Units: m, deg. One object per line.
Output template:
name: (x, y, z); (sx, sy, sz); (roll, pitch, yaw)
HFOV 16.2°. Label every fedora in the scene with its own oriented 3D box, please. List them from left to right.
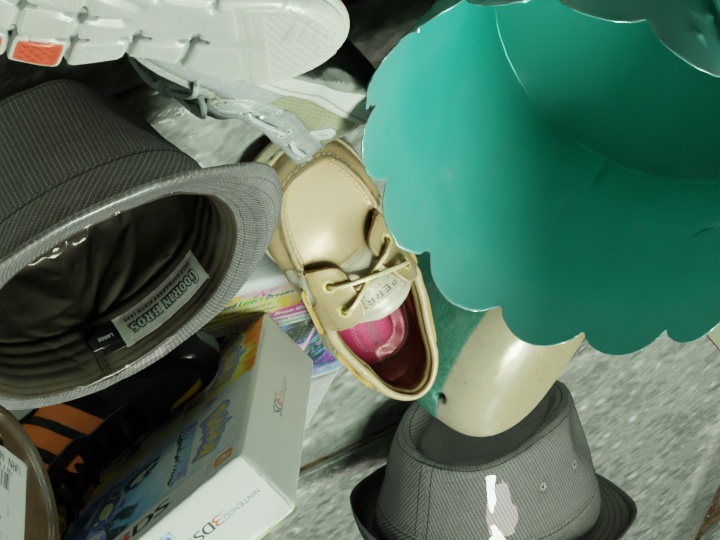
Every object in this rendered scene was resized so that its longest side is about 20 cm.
fedora: (-0.129, -0.021, 1.125); (0.177, 0.090, 0.200); (-27, 160, -10)
fedora: (0.086, 0.123, 1.627); (0.200, 0.177, 0.090); (-22, 123, -42)

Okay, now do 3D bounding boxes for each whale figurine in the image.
whale figurine: (0.091, 0.002, 1.472); (0.200, 0.104, 0.159); (-48, 164, -30)

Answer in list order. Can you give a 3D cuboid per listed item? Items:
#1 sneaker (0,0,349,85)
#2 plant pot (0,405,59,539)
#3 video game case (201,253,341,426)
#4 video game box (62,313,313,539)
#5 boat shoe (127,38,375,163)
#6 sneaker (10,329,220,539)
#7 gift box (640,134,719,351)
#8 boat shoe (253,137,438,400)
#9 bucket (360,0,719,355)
sneaker: (-0.102, -0.132, 1.012); (0.200, 0.082, 0.077); (12, 146, -27)
plant pot: (-0.238, 0.123, 1.087); (0.200, 0.187, 0.187); (-18, 161, 21)
video game case: (-0.085, 0.053, 1.413); (0.200, 0.024, 0.182); (-14, 149, -34)
video game box: (-0.107, 0.124, 1.303); (0.182, 0.047, 0.200); (-38, -166, 13)
boat shoe: (-0.054, -0.088, 1.137); (0.065, 0.074, 0.202); (-45, 160, 15)
sneaker: (-0.154, 0.102, 1.302); (0.200, 0.090, 0.070); (-26, 147, 9)
gift box: (0.235, -0.099, 1.313); (0.187, 0.185, 0.200); (-44, 178, 42)
boat shoe: (0.000, 0.000, 1.327); (0.074, 0.069, 0.200); (-39, 143, -7)
bucket: (0.115, -0.077, 1.169); (0.135, 0.207, 0.207); (-55, 176, -44)
